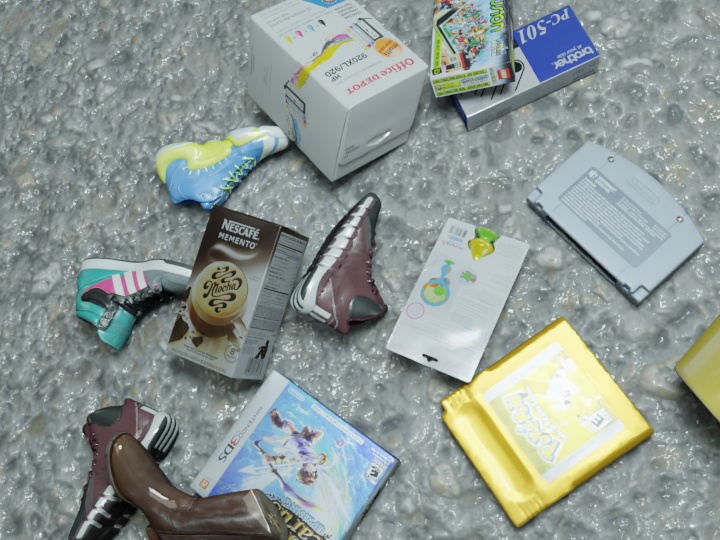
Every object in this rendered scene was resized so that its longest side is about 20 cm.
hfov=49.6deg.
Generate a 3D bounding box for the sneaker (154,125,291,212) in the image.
[{"bbox_3d":[-0.190,-0.141,1.119,0.199,0.076,0.105,-11,89,6],"label":"sneaker"}]

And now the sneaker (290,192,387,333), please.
[{"bbox_3d":[0.000,0.000,1.032,0.115,0.076,0.200,37,63,-10],"label":"sneaker"}]

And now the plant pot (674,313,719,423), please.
[{"bbox_3d":[0.464,0.101,0.856,0.189,0.201,0.201,-42,69,13],"label":"plant pot"}]

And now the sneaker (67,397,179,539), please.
[{"bbox_3d":[-0.334,0.256,1.014,0.115,0.076,0.200,25,68,22],"label":"sneaker"}]

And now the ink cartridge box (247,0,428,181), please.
[{"bbox_3d":[-0.036,-0.256,1.057,0.147,0.145,0.200,-33,68,-27],"label":"ink cartridge box"}]

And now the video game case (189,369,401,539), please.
[{"bbox_3d":[-0.082,0.255,0.976,0.200,0.045,0.181,33,82,18],"label":"video game case"}]

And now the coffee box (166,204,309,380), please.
[{"bbox_3d":[-0.159,0.029,1.014,0.113,0.080,0.200,17,88,26],"label":"coffee box"}]

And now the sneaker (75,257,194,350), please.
[{"bbox_3d":[-0.306,0.048,1.061,0.199,0.084,0.121,1,68,19],"label":"sneaker"}]

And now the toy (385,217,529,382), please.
[{"bbox_3d":[0.128,0.038,1.005,0.115,0.047,0.200,21,74,19],"label":"toy"}]

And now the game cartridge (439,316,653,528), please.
[{"bbox_3d":[0.219,0.181,0.950,0.200,0.032,0.176,-34,70,-3],"label":"game cartridge"}]

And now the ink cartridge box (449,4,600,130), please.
[{"bbox_3d":[0.220,-0.283,1.092,0.200,0.044,0.094,-24,71,2],"label":"ink cartridge box"}]

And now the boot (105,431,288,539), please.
[{"bbox_3d":[-0.188,0.263,0.915,0.200,0.064,0.187,-10,114,33],"label":"boot"}]

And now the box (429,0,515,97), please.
[{"bbox_3d":[0.155,-0.326,1.079,0.110,0.035,0.200,-8,50,18],"label":"box"}]

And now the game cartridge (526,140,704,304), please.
[{"bbox_3d":[0.332,-0.069,1.009,0.133,0.040,0.200,-42,70,-1],"label":"game cartridge"}]
